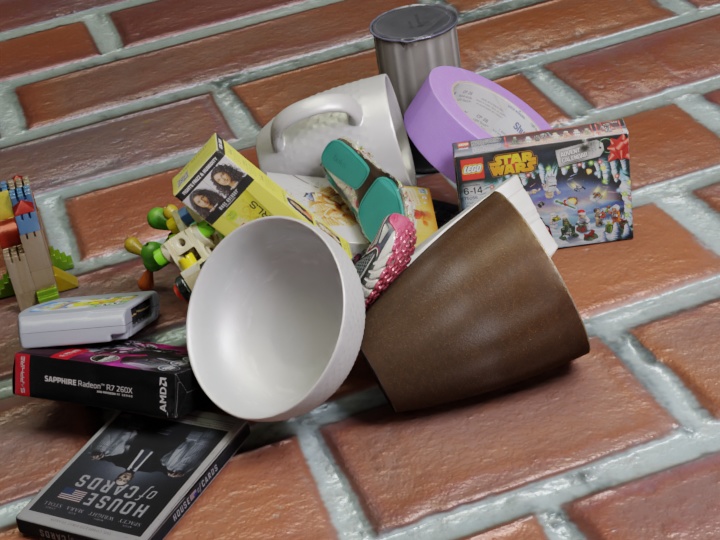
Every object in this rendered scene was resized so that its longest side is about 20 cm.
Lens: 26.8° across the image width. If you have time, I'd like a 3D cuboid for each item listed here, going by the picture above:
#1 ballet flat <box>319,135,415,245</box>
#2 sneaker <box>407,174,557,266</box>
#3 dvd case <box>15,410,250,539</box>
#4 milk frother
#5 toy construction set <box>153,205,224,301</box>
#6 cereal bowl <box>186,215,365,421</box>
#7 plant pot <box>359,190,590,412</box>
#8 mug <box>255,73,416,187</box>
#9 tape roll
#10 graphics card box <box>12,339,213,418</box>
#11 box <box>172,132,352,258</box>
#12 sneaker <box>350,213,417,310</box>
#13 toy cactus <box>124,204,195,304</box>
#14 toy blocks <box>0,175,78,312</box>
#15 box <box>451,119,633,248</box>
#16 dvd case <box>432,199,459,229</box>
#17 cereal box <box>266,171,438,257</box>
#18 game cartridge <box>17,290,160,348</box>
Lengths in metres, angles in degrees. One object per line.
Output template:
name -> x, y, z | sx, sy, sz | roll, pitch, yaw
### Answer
ballet flat -> 0.021, -0.081, 1.688 | 0.076, 0.064, 0.201 | -47, 46, 17
sneaker -> 0.122, -0.001, 1.647 | 0.199, 0.116, 0.074 | -36, 4, -6
dvd case -> -0.220, 0.201, 1.483 | 0.149, 0.025, 0.200 | 7, 34, 27
milk frother -> 0.036, -0.242, 1.979 | 0.198, 0.190, 0.181 | -11, 30, -2
toy construction set -> -0.145, 0.017, 1.638 | 0.092, 0.200, 0.131 | -45, 4, 13
cereal bowl -> -0.074, 0.052, 1.498 | 0.199, 0.202, 0.083 | 14, -2, 34
plant pot -> 0.098, 0.053, 1.513 | 0.199, 0.188, 0.187 | -31, 33, -3
mug -> -0.039, -0.155, 1.824 | 0.173, 0.200, 0.149 | -15, 68, 8
tape roll -> 0.152, -0.161, 1.827 | 0.199, 0.066, 0.201 | 27, 28, -15
graphics card box -> -0.246, 0.108, 1.576 | 0.198, 0.051, 0.125 | 7, 9, 24
box -> -0.104, -0.053, 1.613 | 0.075, 0.200, 0.050 | -44, 25, 13
sneaker -> -0.013, 0.011, 1.554 | 0.075, 0.200, 0.081 | 43, 38, 6
toy cactus -> -0.180, -0.012, 1.781 | 0.163, 0.103, 0.200 | -4, 23, -30
toy blocks -> -0.413, -0.048, 1.838 | 0.099, 0.138, 0.200 | -16, 31, -10
box -> 0.210, -0.091, 1.730 | 0.198, 0.138, 0.040 | -8, 30, 3
dvd case -> 0.028, -0.051, 1.834 | 0.199, 0.016, 0.149 | 16, 40, 34
cereal box -> -0.012, -0.055, 1.732 | 0.198, 0.040, 0.144 | 5, 32, -8
game cartridge -> -0.302, 0.052, 1.660 | 0.132, 0.041, 0.200 | -8, 5, 3
